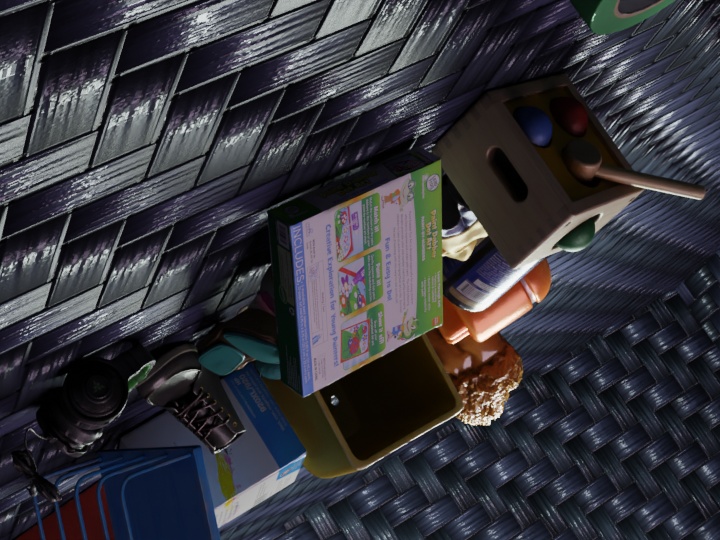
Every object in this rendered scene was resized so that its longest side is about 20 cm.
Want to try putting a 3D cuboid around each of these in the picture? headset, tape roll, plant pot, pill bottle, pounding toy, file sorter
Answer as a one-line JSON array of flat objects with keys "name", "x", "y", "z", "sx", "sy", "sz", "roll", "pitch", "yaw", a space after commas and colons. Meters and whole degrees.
[{"name": "headset", "x": -0.274, "y": 0.151, "z": 1.522, "sx": 0.124, "sy": 0.094, "sz": 0.200, "roll": -46, "pitch": 174, "yaw": 41}, {"name": "tape roll", "x": 0.279, "y": -0.297, "z": 1.377, "sx": 0.199, "sy": 0.048, "sz": 0.201, "roll": -33, "pitch": 167, "yaw": -9}, {"name": "plant pot", "x": -0.022, "y": 0.165, "z": 2.019, "sx": 0.194, "sy": 0.196, "sz": 0.200, "roll": -25, "pitch": 173, "yaw": -34}, {"name": "plant pot", "x": -0.359, "y": 0.418, "z": 2.100, "sx": 0.199, "sy": 0.177, "sz": 0.200, "roll": -34, "pitch": 167, "yaw": 1}, {"name": "pill bottle", "x": 0.183, "y": -0.044, "z": 1.917, "sx": 0.111, "sy": 0.112, "sz": 0.200, "roll": -19, "pitch": 161, "yaw": -49}, {"name": "pounding toy", "x": 0.220, "y": -0.104, "z": 1.587, "sx": 0.183, "sy": 0.201, "sz": 0.142, "roll": -19, "pitch": 161, "yaw": -48}, {"name": "file sorter", "x": -0.279, "y": 0.291, "z": 1.776, "sx": 0.122, "sy": 0.141, "sz": 0.199, "roll": -14, "pitch": -177, "yaw": -44}]

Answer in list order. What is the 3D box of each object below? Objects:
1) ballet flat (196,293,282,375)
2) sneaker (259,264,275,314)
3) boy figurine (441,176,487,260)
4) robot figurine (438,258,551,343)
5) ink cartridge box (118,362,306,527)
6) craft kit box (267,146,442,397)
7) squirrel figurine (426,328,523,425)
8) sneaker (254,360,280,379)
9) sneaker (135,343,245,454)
[{"name": "ballet flat", "x": -0.117, "y": 0.064, "z": 1.618, "sx": 0.073, "sy": 0.067, "sz": 0.200, "roll": -63, "pitch": -164, "yaw": -21}, {"name": "sneaker", "x": -0.021, "y": -0.018, "z": 1.595, "sx": 0.199, "sy": 0.082, "sz": 0.089, "roll": -30, "pitch": 160, "yaw": -31}, {"name": "boy figurine", "x": 0.119, "y": -0.061, "z": 1.804, "sx": 0.124, "sy": 0.065, "sz": 0.200, "roll": -34, "pitch": 168, "yaw": -2}, {"name": "robot figurine", "x": 0.192, "y": 0.024, "z": 2.184, "sx": 0.199, "sy": 0.117, "sz": 0.144, "roll": -34, "pitch": 128, "yaw": 1}, {"name": "ink cartridge box", "x": -0.195, "y": 0.245, "z": 1.947, "sx": 0.199, "sy": 0.145, "sz": 0.147, "roll": -29, "pitch": 166, "yaw": -20}, {"name": "craft kit box", "x": 0.000, "y": 0.000, "z": 1.525, "sx": 0.196, "sy": 0.048, "sz": 0.202, "roll": -23, "pitch": 126, "yaw": -31}, {"name": "squirrel figurine", "x": 0.148, "y": 0.158, "z": 2.375, "sx": 0.187, "sy": 0.200, "sz": 0.142, "roll": -43, "pitch": 172, "yaw": 2}, {"name": "sneaker", "x": -0.061, "y": 0.053, "z": 1.773, "sx": 0.200, "sy": 0.072, "sz": 0.080, "roll": -43, "pitch": 161, "yaw": 16}, {"name": "sneaker", "x": -0.185, "y": 0.148, "z": 1.703, "sx": 0.074, "sy": 0.107, "sz": 0.200, "roll": -35, "pitch": 167, "yaw": 8}]
